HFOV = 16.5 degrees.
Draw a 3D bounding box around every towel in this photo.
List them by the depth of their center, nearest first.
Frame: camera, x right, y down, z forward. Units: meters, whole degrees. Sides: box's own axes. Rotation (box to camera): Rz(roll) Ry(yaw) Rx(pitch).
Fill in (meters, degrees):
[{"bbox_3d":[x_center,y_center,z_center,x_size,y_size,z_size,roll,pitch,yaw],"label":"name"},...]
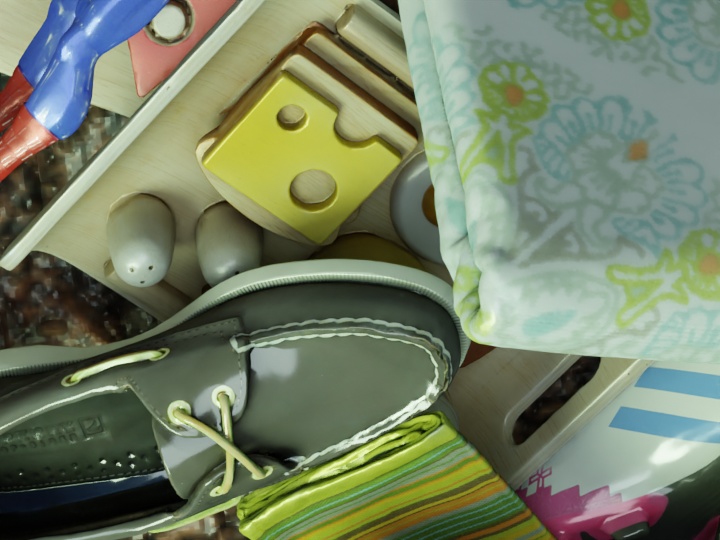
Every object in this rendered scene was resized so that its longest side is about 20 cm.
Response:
[{"bbox_3d":[0.098,-0.058,0.794,0.170,0.201,0.048,2,146,-18],"label":"towel"},{"bbox_3d":[0.046,0.128,0.877,0.086,0.018,0.200,-26,126,23],"label":"towel"}]

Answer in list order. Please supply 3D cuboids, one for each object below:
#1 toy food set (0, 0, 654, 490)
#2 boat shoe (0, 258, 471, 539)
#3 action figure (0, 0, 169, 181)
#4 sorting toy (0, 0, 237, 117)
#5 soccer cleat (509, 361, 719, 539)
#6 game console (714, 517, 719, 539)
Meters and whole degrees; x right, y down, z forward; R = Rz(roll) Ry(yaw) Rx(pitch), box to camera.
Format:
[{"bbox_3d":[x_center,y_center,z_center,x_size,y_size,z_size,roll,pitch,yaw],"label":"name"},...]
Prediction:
[{"bbox_3d":[0.000,0.000,0.836,0.200,0.061,0.144,34,115,-25],"label":"toy food set"},{"bbox_3d":[-0.060,0.052,0.807,0.200,0.061,0.072,-15,121,15],"label":"boat shoe"},{"bbox_3d":[-0.079,-0.115,0.762,0.200,0.065,0.099,-38,118,7],"label":"action figure"},{"bbox_3d":[-0.087,-0.155,0.825,0.199,0.070,0.200,19,102,-7],"label":"sorting toy"},{"bbox_3d":[0.112,0.057,0.891,0.200,0.087,0.070,-33,137,25],"label":"soccer cleat"},{"bbox_3d":[0.162,0.138,0.789,0.175,0.116,0.201,-7,119,-30],"label":"game console"}]
